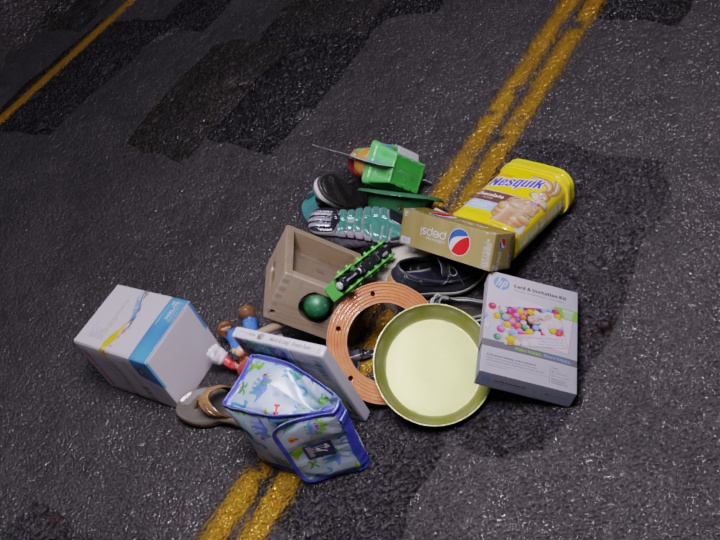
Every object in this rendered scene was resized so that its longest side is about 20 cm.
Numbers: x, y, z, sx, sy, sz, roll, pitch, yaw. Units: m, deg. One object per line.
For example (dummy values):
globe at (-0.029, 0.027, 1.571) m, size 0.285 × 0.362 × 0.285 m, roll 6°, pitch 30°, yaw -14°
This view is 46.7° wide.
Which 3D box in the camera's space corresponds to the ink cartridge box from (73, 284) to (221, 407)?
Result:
ink cartridge box at (-0.399, 0.141, 1.571) m, size 0.197 × 0.148 × 0.147 m, roll 10°, pitch 53°, yaw 32°

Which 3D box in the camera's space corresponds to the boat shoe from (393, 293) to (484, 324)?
boat shoe at (0.145, 0.070, 1.435) m, size 0.196 × 0.071 × 0.073 m, roll -2°, pitch 47°, yaw 24°

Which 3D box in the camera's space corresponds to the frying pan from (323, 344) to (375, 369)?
frying pan at (-0.023, 0.167, 1.456) m, size 0.187 × 0.031 × 0.116 m, roll -7°, pitch 46°, yaw 24°

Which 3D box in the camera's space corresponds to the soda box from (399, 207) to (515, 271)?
soda box at (0.164, -0.056, 1.432) m, size 0.198 × 0.065 × 0.067 m, roll 20°, pitch 18°, yaw 39°

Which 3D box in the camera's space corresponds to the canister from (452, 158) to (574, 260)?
canister at (0.275, -0.111, 1.508) m, size 0.147 × 0.088 × 0.199 m, roll 20°, pitch 47°, yaw 37°

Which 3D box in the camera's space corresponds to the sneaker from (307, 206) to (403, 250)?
sneaker at (0.002, -0.070, 1.562) m, size 0.196 × 0.088 × 0.075 m, roll 7°, pitch 57°, yaw 6°

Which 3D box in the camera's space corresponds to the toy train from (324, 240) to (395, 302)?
toy train at (0.000, 0.000, 1.440) m, size 0.056 × 0.042 × 0.200 m, roll -40°, pitch -2°, yaw 33°

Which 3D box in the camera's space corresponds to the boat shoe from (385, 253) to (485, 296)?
boat shoe at (0.139, 0.003, 1.468) m, size 0.197 × 0.063 × 0.075 m, roll -7°, pitch 46°, yaw -24°

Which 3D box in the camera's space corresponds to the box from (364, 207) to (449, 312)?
box at (0.104, -0.021, 1.546) m, size 0.199 × 0.069 × 0.082 m, roll -40°, pitch 44°, yaw -15°

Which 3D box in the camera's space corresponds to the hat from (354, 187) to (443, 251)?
hat at (0.058, -0.064, 1.634) m, size 0.198 × 0.164 × 0.180 m, roll 11°, pitch 95°, yaw 40°

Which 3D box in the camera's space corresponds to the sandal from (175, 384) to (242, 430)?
sandal at (-0.244, 0.238, 1.469) m, size 0.197 × 0.055 × 0.082 m, roll 6°, pitch 51°, yaw 30°

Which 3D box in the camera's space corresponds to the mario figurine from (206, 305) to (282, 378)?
mario figurine at (-0.210, 0.134, 1.510) m, size 0.125 × 0.104 × 0.200 m, roll -67°, pitch 30°, yaw 21°

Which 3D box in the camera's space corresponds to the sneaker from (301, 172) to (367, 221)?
sneaker at (-0.074, -0.140, 1.688) m, size 0.119 × 0.199 × 0.085 m, roll -25°, pitch 79°, yaw 23°

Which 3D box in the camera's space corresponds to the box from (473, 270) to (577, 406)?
box at (0.266, 0.104, 1.322) m, size 0.153 × 0.042 × 0.202 m, roll 14°, pitch 49°, yaw 0°

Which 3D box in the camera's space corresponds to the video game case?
video game case at (-0.095, 0.169, 1.357) m, size 0.179 × 0.201 × 0.024 m, roll 9°, pitch 57°, yaw 32°

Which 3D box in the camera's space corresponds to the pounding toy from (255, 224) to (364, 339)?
pounding toy at (-0.103, 0.047, 1.481) m, size 0.143 × 0.181 × 0.201 m, roll -60°, pitch 19°, yaw 29°

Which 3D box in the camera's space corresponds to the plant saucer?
plant saucer at (0.118, 0.154, 1.349) m, size 0.196 × 0.031 × 0.204 m, roll -1°, pitch 69°, yaw 2°

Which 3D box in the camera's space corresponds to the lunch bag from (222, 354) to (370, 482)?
lunch bag at (-0.091, 0.240, 1.310) m, size 0.197 × 0.171 × 0.129 m, roll 8°, pitch 52°, yaw 28°

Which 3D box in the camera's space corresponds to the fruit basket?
fruit basket at (0.027, -0.224, 1.714) m, size 0.199 × 0.184 × 0.095 m, roll 28°, pitch 99°, yaw 39°

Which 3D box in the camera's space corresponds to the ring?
ring at (0.040, 0.120, 1.390) m, size 0.196 × 0.019 × 0.205 m, roll 1°, pitch 83°, yaw -6°
